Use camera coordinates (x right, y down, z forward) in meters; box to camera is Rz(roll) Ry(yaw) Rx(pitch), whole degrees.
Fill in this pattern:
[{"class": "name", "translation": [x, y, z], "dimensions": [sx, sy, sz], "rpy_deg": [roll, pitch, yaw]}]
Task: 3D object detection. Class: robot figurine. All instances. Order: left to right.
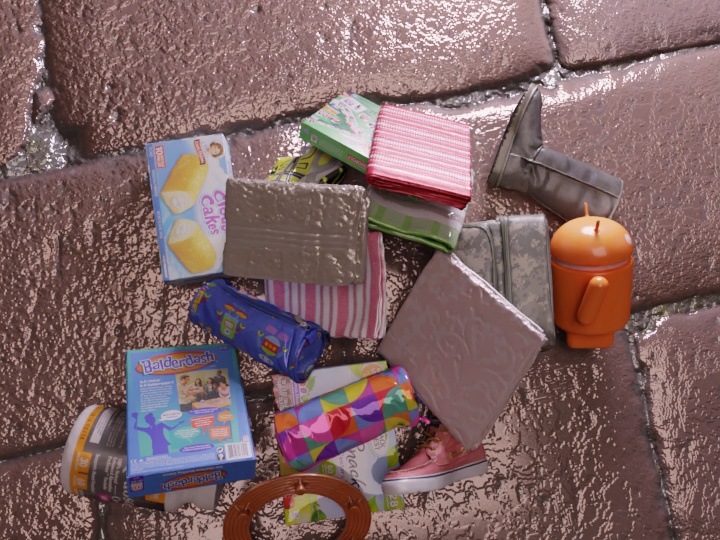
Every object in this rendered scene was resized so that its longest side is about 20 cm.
[{"class": "robot figurine", "translation": [0.327, 0.012, 0.897], "dimensions": [0.143, 0.116, 0.203], "rpy_deg": [-23, 116, -34]}]

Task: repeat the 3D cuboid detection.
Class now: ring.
[{"class": "ring", "translation": [-0.082, 0.341, 0.829], "dimensions": [0.197, 0.019, 0.203], "rpy_deg": [-4, 122, -6]}]

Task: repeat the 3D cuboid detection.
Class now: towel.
[{"class": "towel", "translation": [-0.086, -0.051, 0.829], "dimensions": [0.197, 0.034, 0.135], "rpy_deg": [6, 100, 8]}, {"class": "towel", "translation": [-0.056, 0.022, 0.879], "dimensions": [0.197, 0.030, 0.149], "rpy_deg": [-1, 92, 27]}, {"class": "towel", "translation": [0.083, -0.111, 0.897], "dimensions": [0.147, 0.031, 0.201], "rpy_deg": [16, 40, 6]}, {"class": "towel", "translation": [0.085, -0.164, 0.878], "dimensions": [0.142, 0.023, 0.201], "rpy_deg": [13, 42, -2]}, {"class": "towel", "translation": [0.127, 0.100, 0.837], "dimensions": [0.200, 0.032, 0.192], "rpy_deg": [45, 118, 34]}]

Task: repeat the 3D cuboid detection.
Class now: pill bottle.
[{"class": "pill bottle", "translation": [-0.281, 0.254, 0.842], "dimensions": [0.197, 0.116, 0.118], "rpy_deg": [11, 81, -2]}]

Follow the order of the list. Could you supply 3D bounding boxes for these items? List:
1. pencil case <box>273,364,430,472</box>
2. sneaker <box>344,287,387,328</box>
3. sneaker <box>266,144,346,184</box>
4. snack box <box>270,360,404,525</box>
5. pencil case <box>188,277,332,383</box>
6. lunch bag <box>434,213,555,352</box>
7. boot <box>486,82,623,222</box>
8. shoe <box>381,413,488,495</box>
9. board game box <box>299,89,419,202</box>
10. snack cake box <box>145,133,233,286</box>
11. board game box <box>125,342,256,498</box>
[{"class": "pencil case", "translation": [-0.014, 0.193, 0.821], "dimensions": [0.197, 0.088, 0.090], "rpy_deg": [-19, 84, -6]}, {"class": "sneaker", "translation": [0.000, 0.000, 0.927], "dimensions": [0.095, 0.079, 0.202], "rpy_deg": [-25, 86, -19]}, {"class": "sneaker", "translation": [-0.114, -0.118, 0.922], "dimensions": [0.199, 0.076, 0.077], "rpy_deg": [-34, 75, -32]}, {"class": "snack box", "translation": [-0.033, 0.236, 0.887], "dimensions": [0.166, 0.068, 0.203], "rpy_deg": [-6, 83, -5]}, {"class": "pencil case", "translation": [-0.140, 0.076, 0.865], "dimensions": [0.198, 0.078, 0.088], "rpy_deg": [24, 119, 20]}, {"class": "lunch bag", "translation": [0.187, 0.027, 0.905], "dimensions": [0.165, 0.139, 0.203], "rpy_deg": [-3, 81, 13]}, {"class": "boot", "translation": [0.312, -0.170, 0.970], "dimensions": [0.198, 0.073, 0.184], "rpy_deg": [21, 94, 6]}, {"class": "shoe", "translation": [0.099, 0.244, 0.860], "dimensions": [0.198, 0.071, 0.092], "rpy_deg": [3, 74, -43]}, {"class": "board game box", "translation": [0.028, -0.187, 0.918], "dimensions": [0.198, 0.029, 0.135], "rpy_deg": [31, 46, 12]}, {"class": "snack cake box", "translation": [-0.237, -0.087, 0.919], "dimensions": [0.113, 0.067, 0.203], "rpy_deg": [-9, 83, -5]}, {"class": "board game box", "translation": [-0.225, 0.183, 0.816], "dimensions": [0.150, 0.045, 0.201], "rpy_deg": [-2, 40, -18]}]
